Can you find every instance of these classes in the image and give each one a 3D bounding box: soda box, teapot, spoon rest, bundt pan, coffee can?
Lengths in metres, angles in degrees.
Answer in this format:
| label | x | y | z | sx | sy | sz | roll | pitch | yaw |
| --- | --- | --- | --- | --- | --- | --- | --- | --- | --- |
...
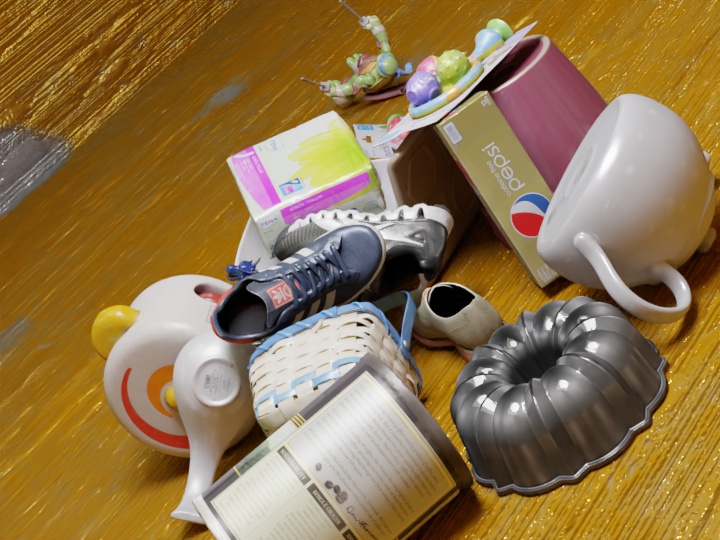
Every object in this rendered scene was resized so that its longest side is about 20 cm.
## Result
| label | x | y | z | sx | sy | sz | roll | pitch | yaw |
| --- | --- | --- | --- | --- | --- | --- | --- | --- | --- |
| soda box | 0.155 | -0.084 | 1.327 | 0.064 | 0.201 | 0.068 | -33 | 8 | 2 |
| teapot | 0.266 | -0.056 | 1.210 | 0.201 | 0.145 | 0.197 | -62 | 2 | -3 |
| spoon rest | -0.161 | 0.164 | 1.370 | 0.061 | 0.098 | 0.202 | 122 | 160 | -85 |
| bundt pan | 0.163 | 0.097 | 1.125 | 0.201 | 0.076 | 0.202 | -29 | 23 | 14 |
| coffee can | -0.023 | 0.190 | 1.108 | 0.199 | 0.147 | 0.146 | -39 | 22 | -9 |

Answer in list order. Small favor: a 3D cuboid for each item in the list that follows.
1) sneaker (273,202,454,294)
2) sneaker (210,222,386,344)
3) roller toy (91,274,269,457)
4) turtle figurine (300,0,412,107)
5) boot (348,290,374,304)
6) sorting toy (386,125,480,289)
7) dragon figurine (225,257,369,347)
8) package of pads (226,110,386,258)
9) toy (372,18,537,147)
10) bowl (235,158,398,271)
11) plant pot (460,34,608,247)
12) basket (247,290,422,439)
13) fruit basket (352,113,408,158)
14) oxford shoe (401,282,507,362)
| label | x | y | z | sx | sy | sz | roll | pitch | yaw |
| --- | --- | --- | --- | --- | --- | --- | --- | --- | --- |
| sneaker | 0.000 | -0.016 | 1.357 | 0.198 | 0.067 | 0.091 | -5 | 56 | 14 |
| sneaker | -0.065 | 0.018 | 1.296 | 0.199 | 0.075 | 0.084 | -33 | -6 | 11 |
| roller toy | -0.195 | 0.110 | 1.462 | 0.180 | 0.202 | 0.140 | -11 | 27 | 10 |
| turtle figurine | -0.018 | -0.359 | 2.183 | 0.198 | 0.146 | 0.194 | 4 | -6 | -14 |
| boot | 0.000 | 0.000 | 1.554 | 0.095 | 0.074 | 0.201 | -30 | 21 | 31 |
| sorting toy | 0.087 | -0.104 | 1.490 | 0.036 | 0.201 | 0.186 | 10 | 44 | 28 |
| dragon figurine | -0.059 | 0.045 | 1.415 | 0.059 | 0.198 | 0.100 | -96 | 25 | -43 |
| package of pads | -0.063 | -0.106 | 1.494 | 0.153 | 0.069 | 0.200 | -24 | 30 | -4 |
| toy | 0.094 | -0.214 | 1.388 | 0.200 | 0.047 | 0.115 | -42 | 14 | -33 |
| bowl | -0.035 | -0.040 | 1.516 | 0.198 | 0.075 | 0.201 | -14 | 33 | 18 |
| plant pot | 0.197 | -0.154 | 1.445 | 0.199 | 0.180 | 0.200 | -30 | 22 | 13 |
| basket | -0.028 | 0.104 | 1.295 | 0.175 | 0.140 | 0.201 | -24 | 29 | 17 |
| fruit basket | 0.094 | -0.175 | 1.649 | 0.197 | 0.095 | 0.185 | 4 | 19 | -5 |
| oxford shoe | 0.091 | 0.038 | 1.348 | 0.071 | 0.074 | 0.200 | -41 | 23 | -15 |
